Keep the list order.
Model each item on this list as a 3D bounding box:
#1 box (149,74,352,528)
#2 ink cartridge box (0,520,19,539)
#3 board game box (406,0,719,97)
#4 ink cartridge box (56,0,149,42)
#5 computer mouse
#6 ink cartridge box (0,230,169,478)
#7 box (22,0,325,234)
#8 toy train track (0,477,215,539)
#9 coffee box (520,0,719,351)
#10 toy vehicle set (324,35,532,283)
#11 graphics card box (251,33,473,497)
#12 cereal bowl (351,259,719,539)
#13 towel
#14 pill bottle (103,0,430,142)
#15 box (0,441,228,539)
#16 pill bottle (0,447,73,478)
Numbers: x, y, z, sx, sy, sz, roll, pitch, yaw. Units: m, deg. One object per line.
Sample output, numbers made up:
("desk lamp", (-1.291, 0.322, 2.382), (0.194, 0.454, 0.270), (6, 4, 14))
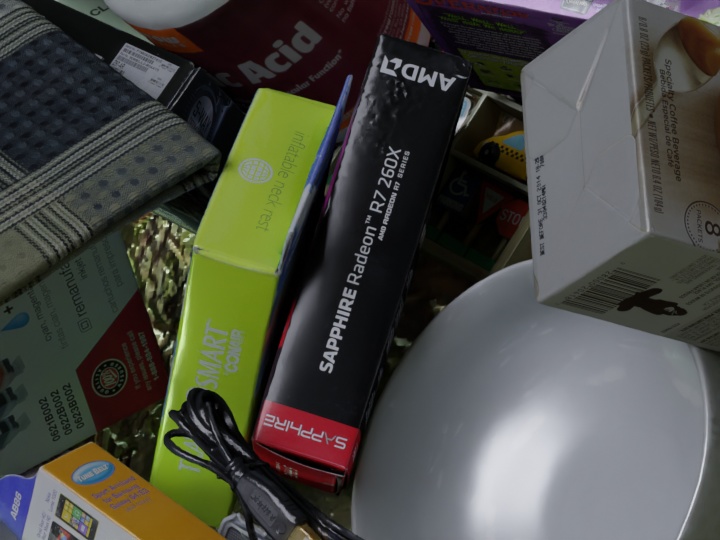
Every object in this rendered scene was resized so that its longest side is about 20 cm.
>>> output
("box", (-0.054, 0.011, 1.354), (0.048, 0.200, 0.122), (16, 43, 2))
("ink cartridge box", (-0.236, 0.183, 1.273), (0.145, 0.087, 0.200), (39, 102, 36))
("board game box", (0.125, -0.099, 1.318), (0.200, 0.120, 0.032), (14, 79, 24))
("ink cartridge box", (-0.177, -0.202, 1.627), (0.146, 0.083, 0.200), (-25, 56, 22))
("computer mouse", (-0.032, 0.136, 1.304), (0.110, 0.200, 0.044), (37, 66, 25))
("ink cartridge box", (-0.222, 0.020, 1.389), (0.200, 0.146, 0.145), (-28, 43, -14))
("box", (-0.119, -0.075, 1.473), (0.200, 0.160, 0.044), (26, 77, 41))
("toy train track", (-0.104, 0.143, 1.321), (0.200, 0.033, 0.115), (27, 121, 27))
("coffee box", (0.172, -0.028, 1.217), (0.080, 0.200, 0.115), (-35, 49, 48))
("toy vehicle set", (0.036, -0.076, 1.455), (0.200, 0.027, 0.124), (29, 86, 40))
("graphics card box", (0.000, 0.000, 1.347), (0.051, 0.125, 0.200), (18, 82, 2))
("cereal bowl", (0.095, 0.098, 1.283), (0.200, 0.083, 0.200), (-23, 54, 35))
("towel", (-0.191, -0.040, 1.319), (0.200, 0.035, 0.192), (-33, 48, -24))
("pill bottle", (-0.061, -0.151, 1.409), (0.114, 0.200, 0.114), (-16, 59, 28))
("box", (-0.087, 0.166, 1.269), (0.200, 0.041, 0.119), (35, 125, 27))
("pill bottle", (-0.175, 0.135, 1.441), (0.200, 0.112, 0.112), (25, 83, 40))
